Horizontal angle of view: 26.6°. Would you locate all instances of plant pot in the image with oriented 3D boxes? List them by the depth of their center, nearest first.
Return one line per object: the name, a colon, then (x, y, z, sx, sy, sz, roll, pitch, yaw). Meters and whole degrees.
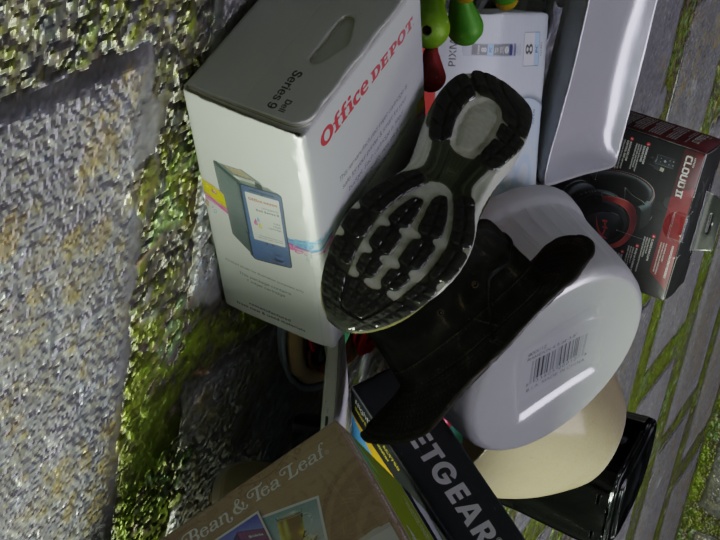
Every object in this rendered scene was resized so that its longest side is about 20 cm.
plant pot: (0.162, 0.127, 1.387, 0.201, 0.134, 0.201, -55, -162, 27)

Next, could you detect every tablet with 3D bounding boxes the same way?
tablet: (-0.018, 0.133, 1.112, 0.200, 0.014, 0.131, 87, 7, -61)

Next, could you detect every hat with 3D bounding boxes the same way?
hat: (0.055, 0.022, 1.002, 0.200, 0.081, 0.201, -42, -172, 7)

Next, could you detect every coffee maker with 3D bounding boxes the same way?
coffee maker: (0.174, 0.195, 1.514, 0.193, 0.199, 0.135, -59, 156, -24)

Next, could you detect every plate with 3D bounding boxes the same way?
plate: (0.197, -0.178, 1.272, 0.200, 0.032, 0.201, -19, 125, -63)

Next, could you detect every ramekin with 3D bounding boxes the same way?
ramekin: (0.124, 0.044, 1.178, 0.199, 0.098, 0.201, -26, 141, -23)

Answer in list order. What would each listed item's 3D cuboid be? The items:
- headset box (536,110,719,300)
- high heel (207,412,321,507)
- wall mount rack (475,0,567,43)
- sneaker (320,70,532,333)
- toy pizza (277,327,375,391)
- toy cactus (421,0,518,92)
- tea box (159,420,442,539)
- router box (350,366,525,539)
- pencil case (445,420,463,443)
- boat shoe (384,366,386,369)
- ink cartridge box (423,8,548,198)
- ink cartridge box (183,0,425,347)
headset box: (0.245, -0.072, 1.442, 0.075, 0.199, 0.150, -28, 134, -59)
high heel: (-0.067, 0.204, 1.114, 0.200, 0.071, 0.144, -41, 140, -66)
wall mount rack: (0.145, -0.166, 1.289, 0.200, 0.074, 0.175, -9, 118, -65)
sneaker: (0.040, -0.029, 0.948, 0.200, 0.077, 0.089, -52, 172, -28)
toy pizza: (0.000, 0.000, 1.148, 0.200, 0.032, 0.201, -50, 152, -40)
toy cactus: (0.066, -0.224, 1.021, 0.200, 0.101, 0.166, -53, 138, -45)
tea box: (-0.036, 0.232, 0.980, 0.199, 0.134, 0.197, -34, 146, 4)
router box: (0.062, 0.187, 1.153, 0.051, 0.201, 0.150, -27, 152, -15)
pencil case: (0.084, 0.059, 1.335, 0.201, 0.088, 0.088, -68, 159, -6)
boat shoe: (0.056, 0.027, 1.266, 0.063, 0.073, 0.202, 11, 93, -61)
ink cartridge box: (0.072, -0.112, 1.130, 0.199, 0.047, 0.162, -15, 112, -56)
ink cartridge box: (-0.025, -0.075, 0.944, 0.146, 0.087, 0.201, -56, 157, -32)
